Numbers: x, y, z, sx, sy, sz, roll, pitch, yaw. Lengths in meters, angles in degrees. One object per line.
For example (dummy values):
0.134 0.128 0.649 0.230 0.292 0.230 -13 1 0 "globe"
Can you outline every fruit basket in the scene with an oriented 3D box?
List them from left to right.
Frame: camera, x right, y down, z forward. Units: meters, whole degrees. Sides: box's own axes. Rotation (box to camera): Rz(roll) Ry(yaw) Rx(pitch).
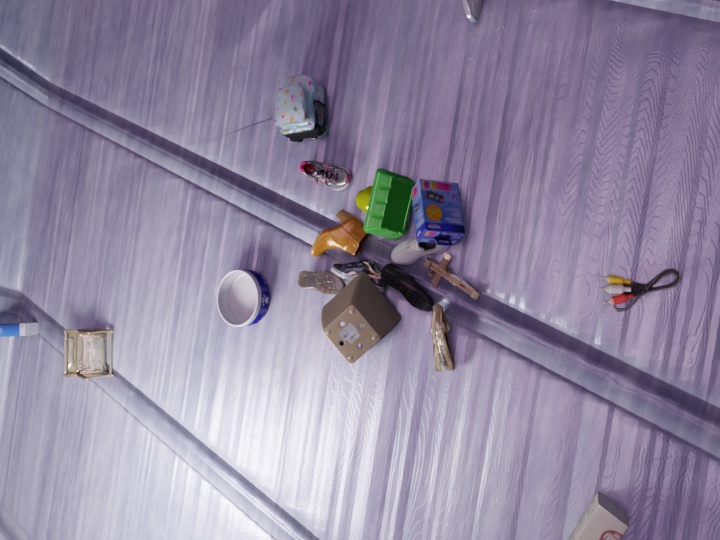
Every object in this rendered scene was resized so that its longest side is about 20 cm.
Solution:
0.075 -0.214 1.721 0.215 0.150 0.224 -167 90 -69 "fruit basket"

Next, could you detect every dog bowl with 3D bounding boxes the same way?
-0.431 0.101 1.975 0.193 0.078 0.209 -1 87 27 "dog bowl"

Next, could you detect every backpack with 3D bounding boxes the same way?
-0.210 -0.572 1.860 0.170 0.152 0.209 -2 80 31 "backpack"

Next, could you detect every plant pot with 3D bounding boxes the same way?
-0.011 0.166 1.666 0.199 0.178 0.201 -40 97 19 "plant pot"

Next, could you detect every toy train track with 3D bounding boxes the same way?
0.273 0.026 1.631 0.197 0.032 0.117 34 118 18 "toy train track"

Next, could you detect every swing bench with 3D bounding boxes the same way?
-1.177 0.359 2.320 0.194 0.128 0.208 -2 87 32 "swing bench"

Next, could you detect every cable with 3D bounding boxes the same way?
0.729 0.052 1.399 0.194 0.050 0.101 -9 84 28 "cable"

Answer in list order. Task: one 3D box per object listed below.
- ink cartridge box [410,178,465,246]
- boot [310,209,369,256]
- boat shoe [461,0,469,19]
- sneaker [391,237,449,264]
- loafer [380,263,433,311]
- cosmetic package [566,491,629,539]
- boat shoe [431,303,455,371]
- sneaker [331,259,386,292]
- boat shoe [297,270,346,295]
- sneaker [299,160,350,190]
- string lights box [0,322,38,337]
0.230 -0.158 1.589 0.131 0.077 0.207 3 67 -16 "ink cartridge box"
-0.068 -0.089 1.802 0.144 0.070 0.203 44 101 25 "boot"
0.355 -0.863 1.623 0.084 0.073 0.211 -11 76 43 "boat shoe"
0.173 -0.074 1.662 0.195 0.099 0.081 -21 80 24 "sneaker"
0.153 0.048 1.685 0.198 0.070 0.069 38 135 8 "loafer"
0.607 0.701 1.401 0.086 0.103 0.205 31 103 22 "cosmetic package"
0.252 0.202 1.630 0.060 0.073 0.209 -3 96 20 "boat shoe"
0.000 0.000 1.761 0.194 0.078 0.082 20 101 15 "sneaker"
-0.124 0.040 1.825 0.194 0.073 0.077 13 90 32 "boat shoe"
-0.122 -0.328 1.841 0.194 0.074 0.084 15 94 26 "sneaker"
-1.645 0.280 2.533 0.192 0.103 0.062 -3 86 1 "string lights box"
